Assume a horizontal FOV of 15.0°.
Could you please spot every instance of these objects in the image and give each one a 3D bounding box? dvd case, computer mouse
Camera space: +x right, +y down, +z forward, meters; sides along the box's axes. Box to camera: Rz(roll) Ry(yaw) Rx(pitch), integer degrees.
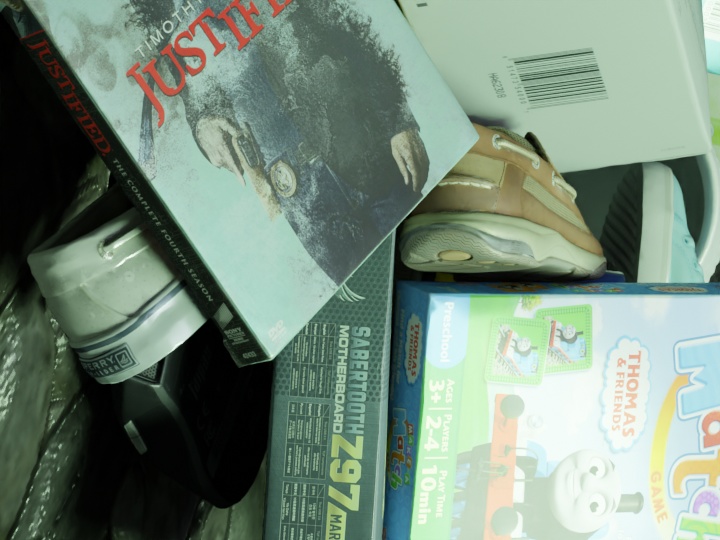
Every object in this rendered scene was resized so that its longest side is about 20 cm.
[{"bbox_3d":[-0.050,-0.086,1.012,0.146,0.022,0.200,-46,111,-35],"label":"dvd case"},{"bbox_3d":[-0.080,0.006,1.157,0.200,0.046,0.141,60,42,-57],"label":"computer mouse"}]

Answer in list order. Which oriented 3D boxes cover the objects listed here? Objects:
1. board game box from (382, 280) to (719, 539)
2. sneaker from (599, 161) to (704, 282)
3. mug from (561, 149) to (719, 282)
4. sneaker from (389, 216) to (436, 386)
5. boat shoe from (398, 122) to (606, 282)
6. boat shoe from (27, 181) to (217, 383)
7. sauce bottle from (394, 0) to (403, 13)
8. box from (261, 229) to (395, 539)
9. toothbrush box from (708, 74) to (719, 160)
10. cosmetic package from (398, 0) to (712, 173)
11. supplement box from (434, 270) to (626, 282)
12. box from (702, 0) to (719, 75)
[{"bbox_3d":[0.106,0.081,1.278,0.200,0.037,0.152,0,99,-28],"label":"board game box"},{"bbox_3d":[0.167,0.041,1.419,0.074,0.082,0.200,142,-48,-67],"label":"sneaker"},{"bbox_3d":[0.130,-0.057,1.556,0.175,0.147,0.200,21,53,-78],"label":"mug"},{"bbox_3d":[0.000,0.000,1.346,0.106,0.075,0.200,102,1,-73],"label":"sneaker"},{"bbox_3d":[0.070,-0.032,1.274,0.200,0.076,0.072,18,70,-75],"label":"boat shoe"},{"bbox_3d":[-0.063,-0.049,1.056,0.202,0.075,0.086,-48,112,-36],"label":"boat shoe"},{"bbox_3d":[-0.033,-0.108,1.170,0.200,0.066,0.066,8,96,-69],"label":"sauce bottle"},{"bbox_3d":[-0.013,0.066,1.173,0.158,0.051,0.200,23,70,-89],"label":"box"},{"bbox_3d":[0.241,-0.135,1.686,0.086,0.200,0.146,-55,152,-46],"label":"toothbrush box"},{"bbox_3d":[0.091,-0.178,1.287,0.199,0.123,0.200,60,25,-62],"label":"cosmetic package"},{"bbox_3d":[0.070,0.106,1.383,0.109,0.109,0.200,128,-34,-61],"label":"supplement box"},{"bbox_3d":[0.156,-0.175,1.459,0.082,0.049,0.200,-70,-155,18],"label":"box"}]
